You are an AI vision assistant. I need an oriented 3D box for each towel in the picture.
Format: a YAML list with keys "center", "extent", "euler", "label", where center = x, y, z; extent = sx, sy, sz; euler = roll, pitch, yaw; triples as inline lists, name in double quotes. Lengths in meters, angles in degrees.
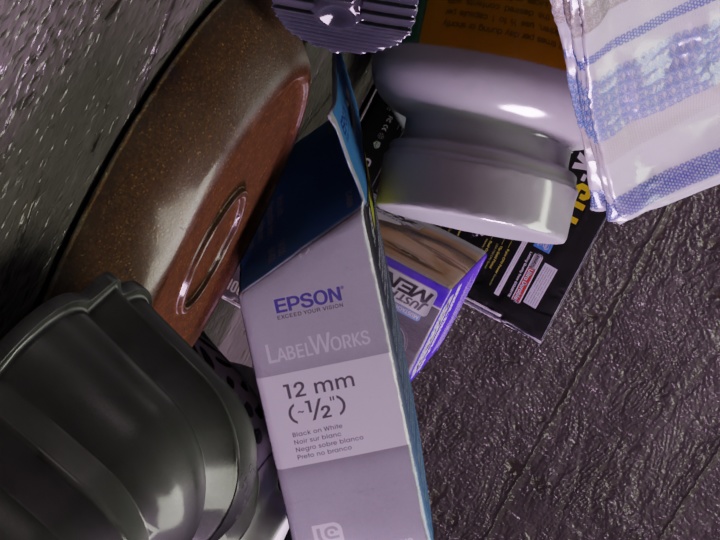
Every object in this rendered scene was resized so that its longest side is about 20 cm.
- center: [0.146, -0.104, 0.842]
  extent: [0.146, 0.024, 0.200]
  euler: [-22, 142, -1]
  label: "towel"

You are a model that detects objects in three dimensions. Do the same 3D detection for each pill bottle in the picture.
- center: [0.067, -0.117, 0.934]
  extent: [0.113, 0.112, 0.201]
  euler: [39, 63, -85]
  label: "pill bottle"

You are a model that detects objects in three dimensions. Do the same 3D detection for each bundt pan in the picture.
- center: [-0.102, 0.105, 0.690]
  extent: [0.202, 0.076, 0.202]
  euler: [-51, 168, -15]
  label: "bundt pan"

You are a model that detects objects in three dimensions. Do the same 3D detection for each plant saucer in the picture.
- center: [-0.069, -0.014, 0.825]
  extent: [0.201, 0.034, 0.200]
  euler: [-61, 174, -10]
  label: "plant saucer"

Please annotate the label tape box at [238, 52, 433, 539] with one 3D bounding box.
- center: [-0.018, 0.009, 0.957]
  extent: [0.143, 0.066, 0.201]
  euler: [-96, 173, -69]
  label: "label tape box"

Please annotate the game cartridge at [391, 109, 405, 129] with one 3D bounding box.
- center: [0.075, -0.132, 1.145]
  extent: [0.200, 0.132, 0.041]
  euler: [98, -12, -67]
  label: "game cartridge"

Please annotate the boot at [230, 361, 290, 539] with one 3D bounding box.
- center: [-0.080, 0.165, 1.159]
  extent: [0.200, 0.077, 0.139]
  euler: [-91, -155, -51]
  label: "boot"

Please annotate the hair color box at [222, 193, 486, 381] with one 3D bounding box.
- center: [0.000, 0.000, 1.168]
  extent: [0.065, 0.109, 0.200]
  euler: [-63, 176, 10]
  label: "hair color box"

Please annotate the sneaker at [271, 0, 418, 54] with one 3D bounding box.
- center: [0.011, -0.164, 0.729]
  extent: [0.200, 0.070, 0.082]
  euler: [116, -12, -54]
  label: "sneaker"

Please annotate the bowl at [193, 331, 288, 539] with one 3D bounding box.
- center: [-0.089, 0.122, 0.993]
  extent: [0.201, 0.094, 0.201]
  euler: [-62, 176, -8]
  label: "bowl"

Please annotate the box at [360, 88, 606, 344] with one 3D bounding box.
- center: [0.084, -0.080, 1.308]
  extent: [0.201, 0.159, 0.049]
  euler: [-63, 176, 2]
  label: "box"
